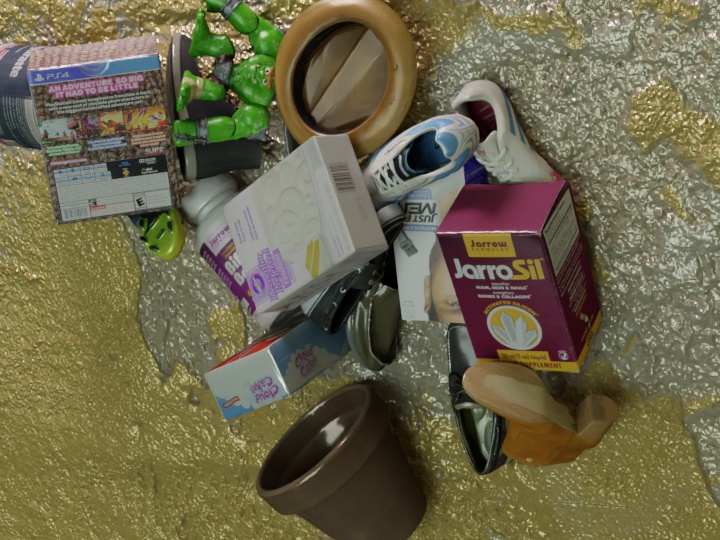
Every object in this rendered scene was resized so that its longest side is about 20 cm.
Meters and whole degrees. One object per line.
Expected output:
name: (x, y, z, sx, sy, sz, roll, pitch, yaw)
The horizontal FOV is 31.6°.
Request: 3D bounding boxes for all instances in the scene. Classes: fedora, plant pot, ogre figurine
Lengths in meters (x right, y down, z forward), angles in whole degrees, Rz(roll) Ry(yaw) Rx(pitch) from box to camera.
fedora: (-0.007, -0.228, 1.514, 0.199, 0.082, 0.203, 4, 98, 28)
plant pot: (-0.010, 0.277, 1.655, 0.200, 0.201, 0.175, -30, 107, 34)
ogre figurine: (-0.158, -0.246, 1.576, 0.119, 0.202, 0.098, 12, 159, -10)

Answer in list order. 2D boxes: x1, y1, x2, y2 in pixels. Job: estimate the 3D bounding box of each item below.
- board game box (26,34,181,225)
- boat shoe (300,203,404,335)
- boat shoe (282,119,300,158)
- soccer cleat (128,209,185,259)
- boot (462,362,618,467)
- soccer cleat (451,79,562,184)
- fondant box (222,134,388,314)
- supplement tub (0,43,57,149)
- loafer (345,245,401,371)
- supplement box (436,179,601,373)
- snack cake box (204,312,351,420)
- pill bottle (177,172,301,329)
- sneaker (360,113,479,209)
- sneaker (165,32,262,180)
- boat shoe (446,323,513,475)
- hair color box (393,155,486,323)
board game box: (-0.316, -0.175, 1.587, 0.158, 0.097, 0.202, -8, 114, -8)
boat shoe: (0.000, 0.000, 1.534, 0.057, 0.068, 0.200, 50, 127, 14)
boat shoe: (-0.062, -0.105, 1.597, 0.072, 0.071, 0.202, -7, 100, 43)
soccer cleat: (-0.256, -0.059, 1.684, 0.083, 0.200, 0.065, 33, 94, -31)
boot: (0.190, 0.180, 1.497, 0.199, 0.071, 0.144, 14, 144, -13)
soccer cleat: (0.167, -0.123, 1.452, 0.070, 0.086, 0.201, -32, 90, 34)
fondant box: (-0.069, -0.052, 1.504, 0.200, 0.058, 0.145, -33, 72, 45)
supplement tub: (-0.410, -0.230, 1.720, 0.198, 0.140, 0.142, 9, 112, 27)
loafer: (0.025, 0.033, 1.599, 0.069, 0.075, 0.202, 6, 110, 33)
supplement box: (0.184, 0.008, 1.445, 0.130, 0.103, 0.201, 0, 127, 31)
snack cake box: (-0.091, 0.108, 1.618, 0.114, 0.200, 0.068, -22, 96, 34)
pill bottle: (-0.144, -0.031, 1.651, 0.200, 0.112, 0.112, 48, 124, 9)
sneaker: (0.050, -0.121, 1.449, 0.199, 0.072, 0.072, -28, 87, 47)
sneaker: (-0.191, -0.213, 1.650, 0.075, 0.105, 0.202, 133, 129, -67)
boat shoe: (0.145, 0.157, 1.578, 0.071, 0.066, 0.203, -7, 104, 32)
hair color box: (0.098, -0.041, 1.537, 0.108, 0.065, 0.202, 2, 110, 31)
